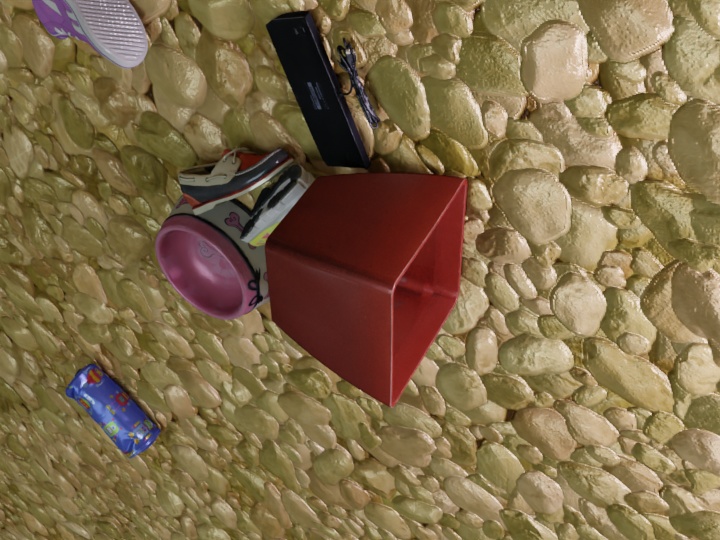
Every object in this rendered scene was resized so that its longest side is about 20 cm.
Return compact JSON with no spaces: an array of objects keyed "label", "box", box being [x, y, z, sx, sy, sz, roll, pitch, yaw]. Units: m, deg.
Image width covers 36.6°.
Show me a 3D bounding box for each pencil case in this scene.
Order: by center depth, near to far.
[{"label":"pencil case","box":[-0.474,0.267,2.061,0.200,0.078,0.087,46,114,-3]}]

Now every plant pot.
[{"label":"plant pot","box":[0.000,0.000,1.254,0.176,0.200,0.200,19,137,19]}]

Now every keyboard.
[{"label":"keyboard","box":[-0.031,-0.205,1.250,0.127,0.021,0.200,9,133,44]}]

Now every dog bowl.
[{"label":"dog bowl","box":[-0.207,-0.015,1.551,0.200,0.074,0.200,24,139,23]}]

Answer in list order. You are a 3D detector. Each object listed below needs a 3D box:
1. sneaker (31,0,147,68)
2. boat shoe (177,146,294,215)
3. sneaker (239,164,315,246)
[{"label":"sneaker","box":[-0.350,-0.317,1.396,0.201,0.073,0.114,49,148,9]},{"label":"boat shoe","box":[-0.166,-0.126,1.409,0.200,0.071,0.063,-17,102,46]},{"label":"sneaker","box":[-0.089,-0.065,1.397,0.090,0.078,0.200,28,159,-18]}]
